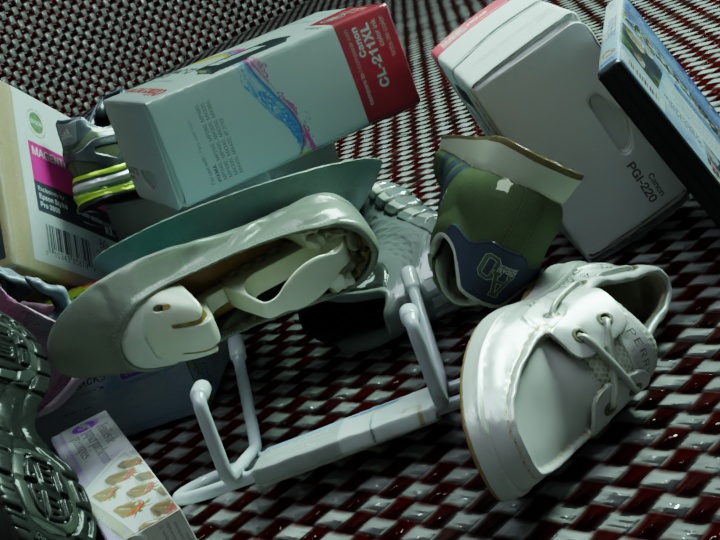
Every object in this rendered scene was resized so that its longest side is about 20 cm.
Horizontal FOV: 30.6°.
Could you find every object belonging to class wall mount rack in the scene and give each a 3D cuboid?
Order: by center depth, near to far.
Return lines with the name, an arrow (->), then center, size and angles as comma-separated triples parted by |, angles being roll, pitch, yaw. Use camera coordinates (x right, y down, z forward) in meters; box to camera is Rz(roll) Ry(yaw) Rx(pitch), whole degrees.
wall mount rack -> -0.016, 0.057, 0.726 | 0.200, 0.075, 0.174 | -20, 3, 4

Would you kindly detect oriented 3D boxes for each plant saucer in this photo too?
plant saucer -> -0.073, -0.021, 0.863 | 0.201, 0.039, 0.201 | -21, -3, -1

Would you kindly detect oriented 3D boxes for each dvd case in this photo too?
dvd case -> 0.195, -0.091, 0.799 | 0.018, 0.143, 0.200 | -37, 10, 22

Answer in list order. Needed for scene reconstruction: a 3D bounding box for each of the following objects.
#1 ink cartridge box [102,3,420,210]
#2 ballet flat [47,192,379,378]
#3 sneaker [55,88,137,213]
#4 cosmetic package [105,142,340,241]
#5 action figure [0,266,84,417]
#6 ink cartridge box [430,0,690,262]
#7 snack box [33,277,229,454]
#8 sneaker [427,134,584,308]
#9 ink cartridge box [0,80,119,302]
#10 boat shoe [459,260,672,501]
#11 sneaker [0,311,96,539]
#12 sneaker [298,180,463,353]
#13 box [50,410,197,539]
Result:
ink cartridge box -> -0.079, -0.128, 1.002 | 0.200, 0.083, 0.146 | -26, 17, -18
ballet flat -> -0.081, 0.014, 0.751 | 0.200, 0.067, 0.064 | -26, 37, -15
sneaker -> -0.177, -0.120, 1.112 | 0.074, 0.081, 0.200 | -13, 16, 33
cosmetic package -> -0.102, -0.035, 1.071 | 0.200, 0.107, 0.090 | -4, 23, 43
action figure -> -0.240, 0.097, 0.814 | 0.134, 0.149, 0.200 | 161, 131, -79
ink cartridge box -> 0.130, -0.105, 0.900 | 0.085, 0.146, 0.200 | -36, 15, 4
snack box -> -0.178, 0.057, 0.948 | 0.169, 0.068, 0.200 | -19, 18, 9
sneaker -> 0.065, -0.025, 0.748 | 0.200, 0.067, 0.090 | -144, 78, -83
ink cartridge box -> -0.267, -0.050, 1.090 | 0.075, 0.165, 0.200 | -17, -16, 17
boat shoe -> 0.105, 0.039, 0.625 | 0.069, 0.071, 0.200 | -15, 17, 29
sneaker -> -0.207, 0.091, 0.685 | 0.091, 0.076, 0.200 | -43, 45, 16
sneaker -> 0.000, 0.000, 0.886 | 0.115, 0.075, 0.200 | -29, 18, -15
box -> -0.130, 0.124, 0.720 | 0.039, 0.041, 0.200 | -28, 18, -15
